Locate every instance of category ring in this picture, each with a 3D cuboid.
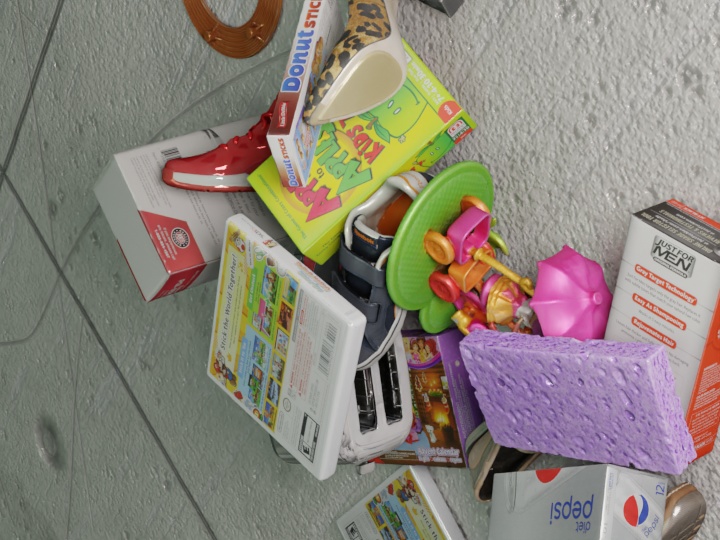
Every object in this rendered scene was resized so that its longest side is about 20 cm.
[{"bbox_3d":[-0.151,-0.331,1.668,0.200,0.019,0.202,25,123,45],"label":"ring"}]

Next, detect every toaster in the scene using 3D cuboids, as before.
[{"bbox_3d":[-0.025,0.105,1.544,0.129,0.113,0.202,1,101,48],"label":"toaster"}]

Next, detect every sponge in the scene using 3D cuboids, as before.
[{"bbox_3d":[0.179,0.108,1.281,0.199,0.030,0.112,4,124,45],"label":"sponge"}]

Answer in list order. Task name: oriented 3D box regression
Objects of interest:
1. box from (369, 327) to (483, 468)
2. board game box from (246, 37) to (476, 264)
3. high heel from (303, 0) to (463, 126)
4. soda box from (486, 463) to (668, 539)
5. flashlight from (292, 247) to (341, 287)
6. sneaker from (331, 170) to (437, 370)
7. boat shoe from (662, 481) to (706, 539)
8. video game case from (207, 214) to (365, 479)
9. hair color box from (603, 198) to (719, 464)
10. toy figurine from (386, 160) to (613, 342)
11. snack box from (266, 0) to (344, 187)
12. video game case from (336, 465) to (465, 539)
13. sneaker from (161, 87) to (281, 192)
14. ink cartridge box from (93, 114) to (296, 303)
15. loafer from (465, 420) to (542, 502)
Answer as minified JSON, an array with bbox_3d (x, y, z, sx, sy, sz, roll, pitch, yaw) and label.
[{"bbox_3d":[0.044,0.132,1.587,0.199,0.039,0.138,-7,98,53],"label":"box"},{"bbox_3d":[0.000,-0.112,1.441,0.200,0.048,0.102,-41,66,7],"label":"board game box"},{"bbox_3d":[-0.015,-0.218,1.413,0.142,0.200,0.072,31,159,38],"label":"high heel"},{"bbox_3d":[0.185,0.211,1.336,0.200,0.063,0.069,158,123,-65],"label":"soda box"},{"bbox_3d":[0.000,0.000,1.544,0.068,0.068,0.200,37,168,-29],"label":"flashlight"},{"bbox_3d":[0.010,-0.003,1.410,0.078,0.079,0.201,30,101,33],"label":"sneaker"},{"bbox_3d":[0.234,0.241,1.363,0.072,0.075,0.200,57,139,23],"label":"boat shoe"},{"bbox_3d":[-0.076,0.074,1.461,0.182,0.023,0.201,39,136,31],"label":"video game case"},{"bbox_3d":[0.259,0.055,1.264,0.101,0.061,0.201,35,130,38],"label":"hair color box"},{"bbox_3d":[0.141,0.025,1.369,0.184,0.150,0.201,32,150,29],"label":"toy figurine"},{"bbox_3d":[-0.048,-0.176,1.413,0.024,0.201,0.072,2,144,14],"label":"snack box"},{"bbox_3d":[0.063,0.326,1.656,0.201,0.023,0.182,62,142,15],"label":"video game case"},{"bbox_3d":[-0.106,-0.139,1.568,0.078,0.198,0.116,-164,72,-76],"label":"sneaker"},{"bbox_3d":[-0.163,-0.069,1.639,0.147,0.199,0.083,63,145,12],"label":"ink cartridge box"},{"bbox_3d":[0.154,0.154,1.419,0.200,0.071,0.063,123,156,-53],"label":"loafer"}]
